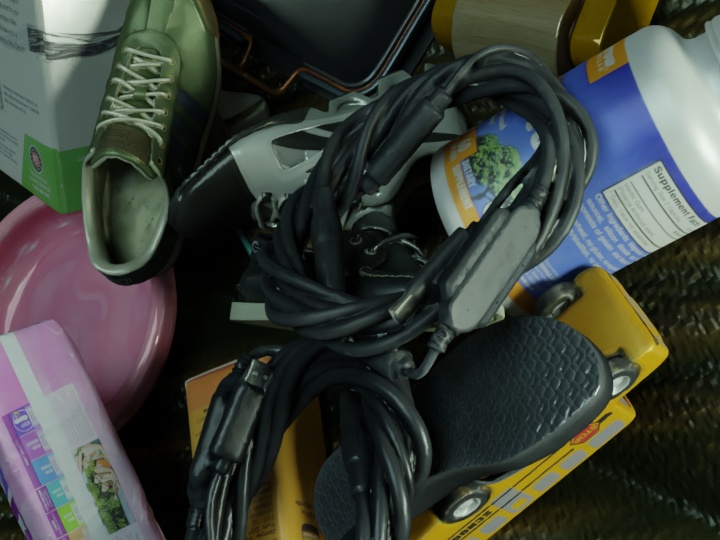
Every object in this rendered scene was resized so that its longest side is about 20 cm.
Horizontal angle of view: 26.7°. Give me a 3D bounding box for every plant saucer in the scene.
[{"bbox_3d":[-0.204,0.040,1.069,0.198,0.051,0.203,-12,67,29],"label":"plant saucer"}]

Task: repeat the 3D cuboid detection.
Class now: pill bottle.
[{"bbox_3d":[0.147,-0.066,0.845,0.199,0.112,0.113,-30,60,21],"label":"pill bottle"}]

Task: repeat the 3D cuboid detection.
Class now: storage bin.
[{"bbox_3d":[-0.061,-0.204,1.011,0.199,0.134,0.146,34,93,36],"label":"storage bin"}]

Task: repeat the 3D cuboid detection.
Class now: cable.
[{"bbox_3d":[0.035,-0.037,0.801,0.162,0.051,0.201,16,66,44],"label":"cable"},{"bbox_3d":[-0.034,0.132,0.805,0.162,0.051,0.202,3,70,45],"label":"cable"}]

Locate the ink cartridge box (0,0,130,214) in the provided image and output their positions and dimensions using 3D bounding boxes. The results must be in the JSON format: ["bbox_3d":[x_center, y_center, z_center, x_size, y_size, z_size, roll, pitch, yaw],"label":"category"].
[{"bbox_3d":[-0.204,-0.159,1.035,0.145,0.083,0.203,30,128,53],"label":"ink cartridge box"}]

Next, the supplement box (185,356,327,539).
[{"bbox_3d":[-0.056,0.159,0.916,0.068,0.066,0.202,-22,63,24],"label":"supplement box"}]

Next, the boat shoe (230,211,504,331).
[{"bbox_3d":[0.002,0.000,0.863,0.198,0.074,0.067,-3,78,51],"label":"boat shoe"}]

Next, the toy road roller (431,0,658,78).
[{"bbox_3d":[0.109,-0.218,0.900,0.122,0.146,0.202,17,83,35],"label":"toy road roller"}]

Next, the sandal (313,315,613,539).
[{"bbox_3d":[0.054,0.086,0.802,0.199,0.043,0.077,-34,51,35],"label":"sandal"}]

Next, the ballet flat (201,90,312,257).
[{"bbox_3d":[-0.080,-0.077,1.028,0.072,0.068,0.200,-34,57,-6],"label":"ballet flat"}]

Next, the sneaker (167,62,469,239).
[{"bbox_3d":[-0.020,-0.053,0.938,0.198,0.074,0.089,-24,71,-8],"label":"sneaker"}]

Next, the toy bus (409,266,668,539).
[{"bbox_3d":[0.084,0.089,0.853,0.200,0.078,0.065,-42,56,14],"label":"toy bus"}]

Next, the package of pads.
[{"bbox_3d":[-0.177,0.138,0.936,0.075,0.121,0.202,-25,82,-16],"label":"package of pads"}]

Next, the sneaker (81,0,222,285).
[{"bbox_3d":[-0.133,-0.086,0.948,0.066,0.090,0.203,11,102,7],"label":"sneaker"}]
